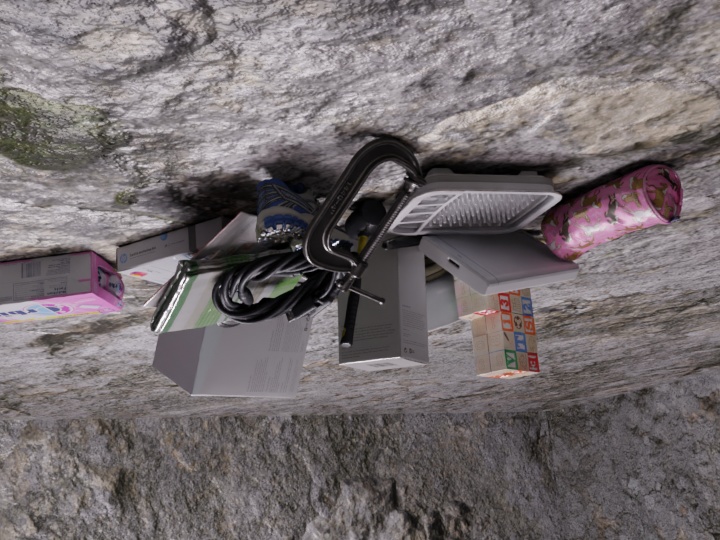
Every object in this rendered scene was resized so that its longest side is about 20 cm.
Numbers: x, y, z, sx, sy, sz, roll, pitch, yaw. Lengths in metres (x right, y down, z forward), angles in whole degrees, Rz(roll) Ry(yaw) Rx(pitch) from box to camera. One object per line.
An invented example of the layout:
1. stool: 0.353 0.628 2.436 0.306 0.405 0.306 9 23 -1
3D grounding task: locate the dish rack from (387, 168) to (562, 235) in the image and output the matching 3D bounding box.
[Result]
1. dish rack: 0.141 -0.090 1.270 0.199 0.044 0.172 0 163 -17

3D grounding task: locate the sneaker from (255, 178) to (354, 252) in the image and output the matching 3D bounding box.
1. sneaker: -0.068 -0.066 1.218 0.077 0.086 0.200 -18 163 16

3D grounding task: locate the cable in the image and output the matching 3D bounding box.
1. cable: -0.093 0.010 1.233 0.163 0.051 0.200 8 150 -35

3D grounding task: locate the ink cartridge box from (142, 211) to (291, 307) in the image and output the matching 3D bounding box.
1. ink cartridge box: -0.171 -0.016 1.297 0.200 0.045 0.176 -40 151 23

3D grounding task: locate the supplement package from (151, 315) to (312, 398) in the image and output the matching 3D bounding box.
1. supplement package: -0.211 0.114 1.617 0.199 0.153 0.150 7 -171 -38

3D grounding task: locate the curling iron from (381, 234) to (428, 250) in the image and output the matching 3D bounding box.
1. curling iron: 0.090 -0.038 1.375 0.025 0.050 0.200 -2 180 32

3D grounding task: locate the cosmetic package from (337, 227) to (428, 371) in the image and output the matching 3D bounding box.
1. cosmetic package: 0.030 0.034 1.386 0.107 0.201 0.085 -9 164 32

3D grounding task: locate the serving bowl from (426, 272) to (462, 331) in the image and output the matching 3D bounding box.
1. serving bowl: 0.104 0.040 1.557 0.199 0.066 0.200 -19 -170 3

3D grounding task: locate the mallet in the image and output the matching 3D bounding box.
1. mallet: 0.000 0.000 1.274 0.041 0.201 0.066 17 148 -18

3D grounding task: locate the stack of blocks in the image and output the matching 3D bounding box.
1. stack of blocks: 0.202 0.056 1.466 0.115 0.201 0.058 10 160 -44

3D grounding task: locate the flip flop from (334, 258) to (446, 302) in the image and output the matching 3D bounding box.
1. flip flop: 0.041 0.002 1.514 0.199 0.058 0.081 -16 -162 5

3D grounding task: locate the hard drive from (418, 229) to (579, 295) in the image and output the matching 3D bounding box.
1. hard drive: 0.195 -0.017 1.363 0.199 0.027 0.132 -7 -146 -43

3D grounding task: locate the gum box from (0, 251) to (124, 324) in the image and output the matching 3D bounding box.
1. gum box: -0.462 0.027 1.466 0.199 0.066 0.114 -7 164 7

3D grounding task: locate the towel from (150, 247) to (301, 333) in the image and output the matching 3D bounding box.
1. towel: -0.169 0.021 1.294 0.199 0.031 0.149 -10 152 -38

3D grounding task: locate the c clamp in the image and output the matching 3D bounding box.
1. c clamp: 0.012 -0.060 1.152 0.170 0.027 0.201 14 113 -43

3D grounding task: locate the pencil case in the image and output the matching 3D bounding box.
1. pencil case: 0.336 -0.075 1.318 0.083 0.087 0.200 -42 -169 -38

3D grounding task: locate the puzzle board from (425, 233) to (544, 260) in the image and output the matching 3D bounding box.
1. puzzle board: 0.179 -0.029 1.561 0.150 0.017 0.200 4 162 -25

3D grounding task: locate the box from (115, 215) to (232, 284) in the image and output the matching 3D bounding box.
1. box: -0.226 -0.020 1.416 0.199 0.041 0.156 -15 161 30

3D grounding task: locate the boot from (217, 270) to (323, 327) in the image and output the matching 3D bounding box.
1. boot: -0.130 0.021 1.478 0.131 0.070 0.200 -26 179 35
